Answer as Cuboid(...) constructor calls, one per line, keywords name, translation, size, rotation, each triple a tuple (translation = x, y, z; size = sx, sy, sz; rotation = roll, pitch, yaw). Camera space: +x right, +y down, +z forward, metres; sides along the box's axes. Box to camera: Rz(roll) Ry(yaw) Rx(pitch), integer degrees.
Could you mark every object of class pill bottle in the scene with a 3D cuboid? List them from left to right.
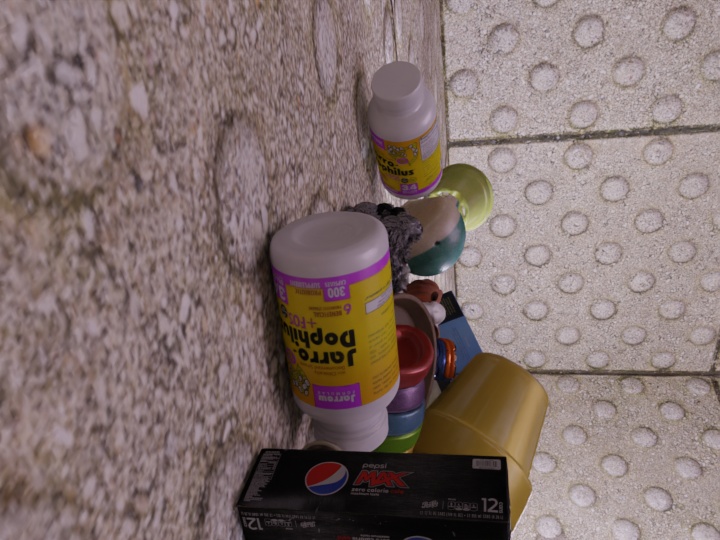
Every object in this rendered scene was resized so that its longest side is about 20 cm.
Cuboid(name="pill bottle", translation=(-0.018, 0.060, 0.590), size=(0.105, 0.101, 0.206), rotation=(-67, 154, -63))
Cuboid(name="pill bottle", translation=(0.066, -0.208, 1.002), size=(0.202, 0.101, 0.107), rotation=(72, 21, -55))

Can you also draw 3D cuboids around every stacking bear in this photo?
Cuboid(name="stacking bear", translation=(0.013, 0.176, 0.734), size=(0.114, 0.117, 0.206), rotation=(-129, -136, -64))

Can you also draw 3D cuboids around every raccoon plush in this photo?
Cuboid(name="raccoon plush", translation=(0.000, 0.000, 0.832), size=(0.198, 0.095, 0.138), rotation=(-25, 131, -47))

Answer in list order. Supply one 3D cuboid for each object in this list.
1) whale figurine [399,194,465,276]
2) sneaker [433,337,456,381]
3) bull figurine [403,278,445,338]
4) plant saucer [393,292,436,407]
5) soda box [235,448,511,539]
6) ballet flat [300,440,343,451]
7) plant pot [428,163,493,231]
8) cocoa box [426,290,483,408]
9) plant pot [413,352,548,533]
Cuboid(name="whale figurine", translation=(0.103, -0.058, 1.098), size=(0.105, 0.157, 0.200), rotation=(55, -1, -20))
Cuboid(name="sneaker", translation=(0.072, 0.124, 1.017), size=(0.199, 0.076, 0.078), rotation=(163, -64, -68))
Cuboid(name="bull figurine", translation=(0.077, 0.057, 1.025), size=(0.200, 0.117, 0.068), rotation=(-38, 125, -76))
Cuboid(name="plant saucer", translation=(0.035, 0.130, 0.853), size=(0.197, 0.029, 0.207), rotation=(-12, 106, -50))
Cuboid(name="soda box", translation=(0.013, 0.182, 0.495), size=(0.064, 0.193, 0.073), rotation=(-68, 154, -60))
Cuboid(name="ballet flat", translation=(-0.031, 0.226, 0.615), size=(0.070, 0.067, 0.206), rotation=(-67, 162, -64))
Cuboid(name="plant pot", translation=(0.268, -0.190, 1.911), size=(0.184, 0.194, 0.207), rotation=(-38, 127, -61))
Cuboid(name="cocoa box", translation=(0.145, 0.168, 1.164), size=(0.135, 0.128, 0.203), rotation=(75, -6, -54))
Cuboid(name="plant pot", translation=(0.175, 0.235, 0.956), size=(0.190, 0.197, 0.203), rotation=(-52, 151, -22))
